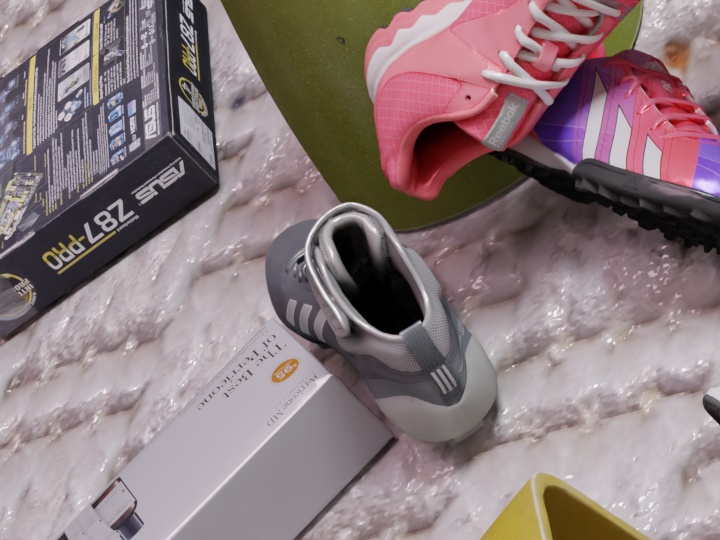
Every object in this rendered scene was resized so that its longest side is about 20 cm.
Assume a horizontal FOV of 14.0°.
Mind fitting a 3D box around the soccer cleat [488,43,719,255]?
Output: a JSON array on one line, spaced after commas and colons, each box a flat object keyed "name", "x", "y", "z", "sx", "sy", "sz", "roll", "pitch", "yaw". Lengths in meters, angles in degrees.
[{"name": "soccer cleat", "x": 0.122, "y": -0.059, "z": 1.269, "sx": 0.073, "sy": 0.068, "sz": 0.200, "roll": -62, "pitch": 27, "yaw": 0}]

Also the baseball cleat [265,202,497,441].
[{"name": "baseball cleat", "x": 0.000, "y": 0.000, "z": 1.314, "sx": 0.070, "sy": 0.106, "sz": 0.200, "roll": -35, "pitch": 33, "yaw": -11}]

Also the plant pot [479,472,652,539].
[{"name": "plant pot", "x": 0.075, "y": 0.220, "z": 0.871, "sx": 0.176, "sy": 0.200, "sz": 0.200, "roll": -45, "pitch": 27, "yaw": 23}]

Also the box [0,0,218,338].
[{"name": "box", "x": -0.158, "y": -0.072, "z": 1.660, "sx": 0.161, "sy": 0.049, "sz": 0.200, "roll": -33, "pitch": 31, "yaw": 15}]

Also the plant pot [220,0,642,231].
[{"name": "plant pot", "x": 0.003, "y": -0.153, "z": 1.409, "sx": 0.187, "sy": 0.200, "sz": 0.187, "roll": -31, "pitch": 32, "yaw": 22}]

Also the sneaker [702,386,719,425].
[{"name": "sneaker", "x": 0.208, "y": 0.043, "z": 1.031, "sx": 0.115, "sy": 0.076, "sz": 0.200, "roll": -48, "pitch": 27, "yaw": -3}]

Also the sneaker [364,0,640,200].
[{"name": "sneaker", "x": 0.074, "y": -0.095, "z": 1.267, "sx": 0.200, "sy": 0.074, "sz": 0.087, "roll": -40, "pitch": 37, "yaw": 44}]

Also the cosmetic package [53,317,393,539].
[{"name": "cosmetic package", "x": -0.083, "y": 0.118, "z": 1.322, "sx": 0.200, "sy": 0.051, "sz": 0.083, "roll": -46, "pitch": 30, "yaw": -3}]
